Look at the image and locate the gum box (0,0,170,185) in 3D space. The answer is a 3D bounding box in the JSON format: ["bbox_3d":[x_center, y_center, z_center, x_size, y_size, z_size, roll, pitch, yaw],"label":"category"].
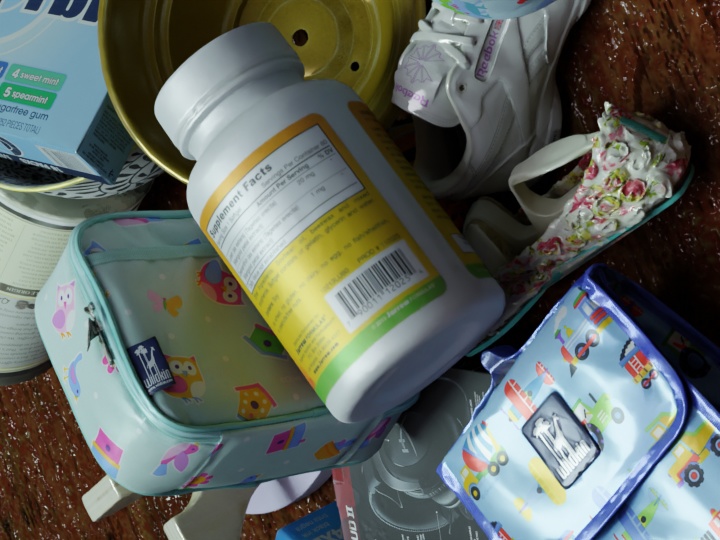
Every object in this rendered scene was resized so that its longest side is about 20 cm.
[{"bbox_3d":[-0.181,-0.163,1.327,0.169,0.201,0.045,15,161,36],"label":"gum box"}]

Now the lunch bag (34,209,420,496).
[{"bbox_3d":[-0.076,0.036,1.181,0.077,0.199,0.161,-51,55,42],"label":"lunch bag"}]

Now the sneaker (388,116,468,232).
[{"bbox_3d":[0.000,0.000,1.287,0.090,0.070,0.200,56,138,21],"label":"sneaker"}]

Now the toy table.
[{"bbox_3d":[-0.102,0.108,1.418,0.184,0.117,0.200,53,139,19],"label":"toy table"}]

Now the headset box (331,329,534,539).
[{"bbox_3d":[0.059,0.112,1.263,0.199,0.077,0.150,5,109,49],"label":"headset box"}]

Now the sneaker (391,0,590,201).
[{"bbox_3d":[0.068,-0.126,1.132,0.075,0.099,0.201,28,124,42],"label":"sneaker"}]

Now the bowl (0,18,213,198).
[{"bbox_3d":[-0.158,-0.120,1.377,0.200,0.094,0.202,-14,58,24],"label":"bowl"}]

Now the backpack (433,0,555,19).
[{"bbox_3d":[0.052,-0.233,1.028,0.200,0.183,0.147,52,-178,14],"label":"backpack"}]

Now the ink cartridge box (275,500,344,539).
[{"bbox_3d":[0.027,0.261,1.358,0.200,0.084,0.147,40,132,33],"label":"ink cartridge box"}]

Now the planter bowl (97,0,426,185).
[{"bbox_3d":[-0.046,-0.139,1.243,0.199,0.083,0.202,0,89,18],"label":"planter bowl"}]

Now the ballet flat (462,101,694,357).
[{"bbox_3d":[0.096,-0.027,1.150,0.064,0.076,0.200,38,129,-14],"label":"ballet flat"}]

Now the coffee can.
[{"bbox_3d":[-0.242,-0.034,1.496,0.147,0.146,0.200,54,138,18],"label":"coffee can"}]

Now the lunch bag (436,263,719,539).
[{"bbox_3d":[0.142,0.104,1.109,0.200,0.094,0.151,44,121,19],"label":"lunch bag"}]

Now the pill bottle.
[{"bbox_3d":[-0.022,-0.029,1.131,0.200,0.111,0.111,54,139,14],"label":"pill bottle"}]
